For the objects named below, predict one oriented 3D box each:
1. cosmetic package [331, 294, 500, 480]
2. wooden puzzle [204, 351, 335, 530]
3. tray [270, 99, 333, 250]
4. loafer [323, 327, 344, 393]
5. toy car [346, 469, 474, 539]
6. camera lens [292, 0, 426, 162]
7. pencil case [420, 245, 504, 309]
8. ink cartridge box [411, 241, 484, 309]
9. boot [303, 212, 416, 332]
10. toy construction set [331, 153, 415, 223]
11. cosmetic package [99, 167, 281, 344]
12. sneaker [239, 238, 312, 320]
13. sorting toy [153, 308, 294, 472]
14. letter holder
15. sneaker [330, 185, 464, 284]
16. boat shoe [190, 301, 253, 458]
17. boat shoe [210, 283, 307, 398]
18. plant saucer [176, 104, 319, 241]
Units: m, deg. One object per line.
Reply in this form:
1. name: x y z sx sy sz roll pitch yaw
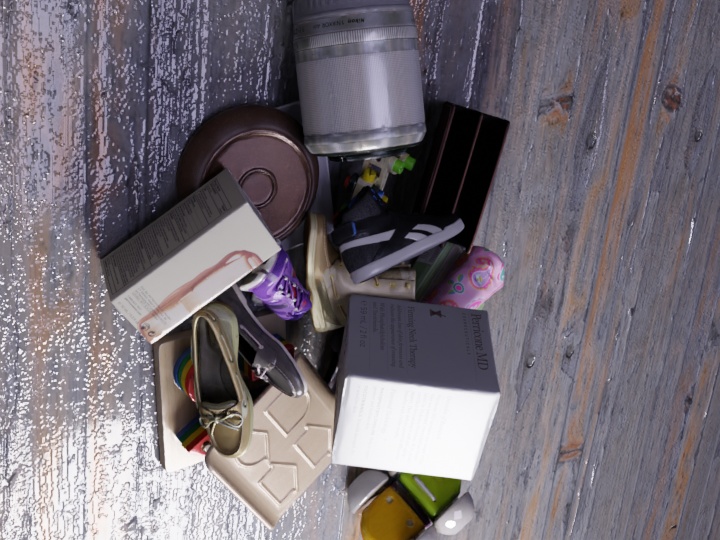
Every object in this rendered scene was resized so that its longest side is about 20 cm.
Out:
1. cosmetic package: 0.068 0.156 1.258 0.196 0.169 0.168 7 126 -4
2. wooden puzzle: -0.112 0.236 1.307 0.200 0.046 0.186 -48 131 -17
3. tray: -0.092 -0.130 1.267 0.106 0.022 0.203 -23 122 -30
4. loafer: -0.027 0.128 1.403 0.062 0.072 0.203 12 104 1
5. toy car: 0.082 0.395 1.562 0.199 0.175 0.150 -39 163 -19
6. camera lens: -0.001 -0.245 1.177 0.158 0.159 0.204 -13 102 -33
7. pencil case: 0.138 0.052 1.405 0.200 0.087 0.088 -47 132 -27
8. ink cartridge box: 0.141 0.058 1.502 0.146 0.048 0.200 -56 130 -18
9. boot: 0.000 0.000 1.288 0.152 0.073 0.202 -5 129 1
10. toy construction set: 0.023 -0.112 1.326 0.131 0.091 0.203 -49 149 -54
11. cosmetic package: -0.209 -0.019 1.139 0.199 0.104 0.088 -35 127 1
12. sneaker: -0.100 0.020 1.226 0.081 0.083 0.200 -54 171 -8
13. sorting toy: -0.180 0.176 1.300 0.196 0.069 0.203 -14 118 -33
14. letter holder: 0.143 -0.132 1.351 0.099 0.142 0.203 16 101 -1
15. sneaker: 0.049 -0.070 1.241 0.198 0.073 0.113 -25 89 -36
16. boat shoe: -0.181 0.145 1.180 0.063 0.072 0.204 -39 127 -75
17. boat shoe: -0.149 0.096 1.226 0.057 0.201 0.067 -31 164 -30
18. plant saucer: -0.139 -0.111 1.208 0.197 0.034 0.203 -11 117 -22
